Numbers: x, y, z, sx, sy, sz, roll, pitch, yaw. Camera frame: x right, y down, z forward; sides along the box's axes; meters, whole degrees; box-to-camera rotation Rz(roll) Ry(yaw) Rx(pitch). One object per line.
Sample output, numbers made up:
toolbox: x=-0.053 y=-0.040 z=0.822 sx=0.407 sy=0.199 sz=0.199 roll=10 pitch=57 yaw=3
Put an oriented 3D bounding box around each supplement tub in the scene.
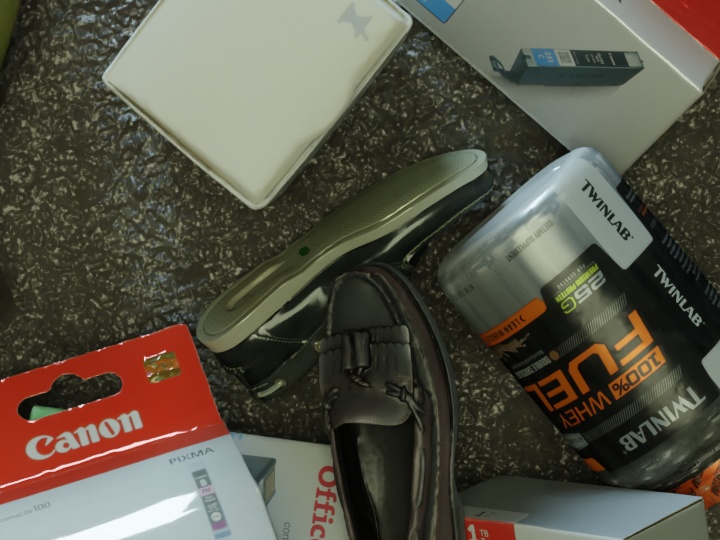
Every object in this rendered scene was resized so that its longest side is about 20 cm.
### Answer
supplement tub: x=0.148 y=0.039 z=1.105 sx=0.122 sy=0.123 sz=0.200 roll=-41 pitch=93 yaw=3

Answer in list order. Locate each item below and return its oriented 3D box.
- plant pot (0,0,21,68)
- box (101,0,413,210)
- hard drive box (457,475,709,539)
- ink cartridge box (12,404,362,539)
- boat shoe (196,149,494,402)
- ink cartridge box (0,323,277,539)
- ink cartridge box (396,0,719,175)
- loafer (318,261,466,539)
plant pot: x=-0.266 y=-0.168 z=1.087 sx=0.186 sy=0.187 sz=0.201 roll=4 pitch=109 yaw=1
box: x=-0.052 y=-0.118 z=1.059 sx=0.109 sy=0.200 sz=0.128 roll=39 pitch=93 yaw=-2
hard drive box: x=0.126 y=0.227 z=1.091 sx=0.077 sy=0.156 sz=0.201 roll=-17 pitch=101 yaw=-42
ink cartridge box: x=-0.103 y=0.170 z=1.110 sx=0.199 sy=0.088 sz=0.146 roll=9 pitch=62 yaw=-1
boat shoe: x=0.000 y=0.000 z=1.139 sx=0.200 sy=0.072 sz=0.068 roll=-37 pitch=111 yaw=2
ink cartridge box: x=-0.140 y=0.129 z=1.055 sx=0.162 sy=0.057 sz=0.201 roll=-17 pitch=69 yaw=-12
ink cartridge box: x=0.123 y=-0.172 z=1.084 sx=0.200 sy=0.045 sz=0.176 roll=40 pitch=133 yaw=-2
loafer: x=0.015 y=0.095 z=1.065 sx=0.072 sy=0.063 sz=0.201 roll=-12 pitch=88 yaw=30
